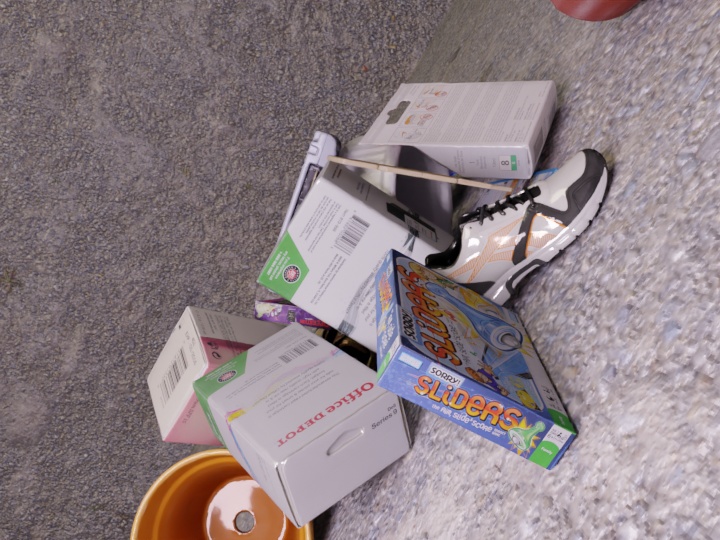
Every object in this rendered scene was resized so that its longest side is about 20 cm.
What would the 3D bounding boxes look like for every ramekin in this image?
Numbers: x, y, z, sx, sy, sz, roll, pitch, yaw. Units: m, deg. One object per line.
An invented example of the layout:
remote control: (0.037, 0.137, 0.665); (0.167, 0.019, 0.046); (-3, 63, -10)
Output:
ramekin: (0.042, -0.087, 0.917); (0.097, 0.201, 0.202); (-1, 46, 27)

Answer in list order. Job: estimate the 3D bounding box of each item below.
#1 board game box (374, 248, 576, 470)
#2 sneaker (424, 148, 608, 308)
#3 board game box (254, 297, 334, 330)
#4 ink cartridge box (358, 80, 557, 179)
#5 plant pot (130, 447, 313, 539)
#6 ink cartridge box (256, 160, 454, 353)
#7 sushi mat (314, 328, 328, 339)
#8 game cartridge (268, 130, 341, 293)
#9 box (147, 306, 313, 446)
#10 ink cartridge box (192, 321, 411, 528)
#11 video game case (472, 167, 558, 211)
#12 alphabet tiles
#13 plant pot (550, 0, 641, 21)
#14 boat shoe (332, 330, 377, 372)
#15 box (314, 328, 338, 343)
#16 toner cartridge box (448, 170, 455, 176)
board game box: (0.076, 0.057, 0.546); (0.035, 0.134, 0.200); (-60, 10, 17)
sneaker: (0.139, -0.038, 0.644); (0.200, 0.080, 0.074); (-47, 11, 16)
board game box: (-0.046, 0.055, 1.000); (0.200, 0.119, 0.033); (-4, -77, -64)
ink cartridge box: (0.119, -0.169, 0.833); (0.161, 0.198, 0.050); (-59, -37, -44)
plant pot: (-0.150, 0.315, 0.850); (0.201, 0.199, 0.183); (-61, -6, -10)
ink cartridge box: (0.009, -0.006, 0.790); (0.147, 0.199, 0.083); (-54, 9, 24)
sushi mat: (-0.097, 0.148, 1.076); (0.200, 0.012, 0.096); (-48, 15, 53)
game cartridge: (-0.070, -0.077, 0.898); (0.133, 0.041, 0.202); (-103, 33, -78)
box: (-0.147, 0.143, 0.896); (0.128, 0.199, 0.109); (-57, 41, 21)
ink cartridge box: (-0.065, 0.150, 0.740); (0.145, 0.088, 0.199); (-29, 28, -26)
video game case: (0.152, -0.043, 0.804); (0.144, 0.018, 0.200); (-60, 10, -3)
alphabet tiles: (0.054, -0.099, 0.714); (0.200, 0.165, 0.006); (-131, 50, -76)
plant pot: (0.266, -0.362, 0.699); (0.202, 0.200, 0.195); (-61, 2, -9)
boat shoe: (0.003, 0.095, 0.877); (0.068, 0.071, 0.202); (45, -133, -58)
box: (-0.054, 0.164, 1.067); (0.142, 0.078, 0.200); (-54, 11, 19)
toner cartridge box: (0.122, -0.161, 1.052); (0.095, 0.043, 0.200); (-41, 8, -36)
